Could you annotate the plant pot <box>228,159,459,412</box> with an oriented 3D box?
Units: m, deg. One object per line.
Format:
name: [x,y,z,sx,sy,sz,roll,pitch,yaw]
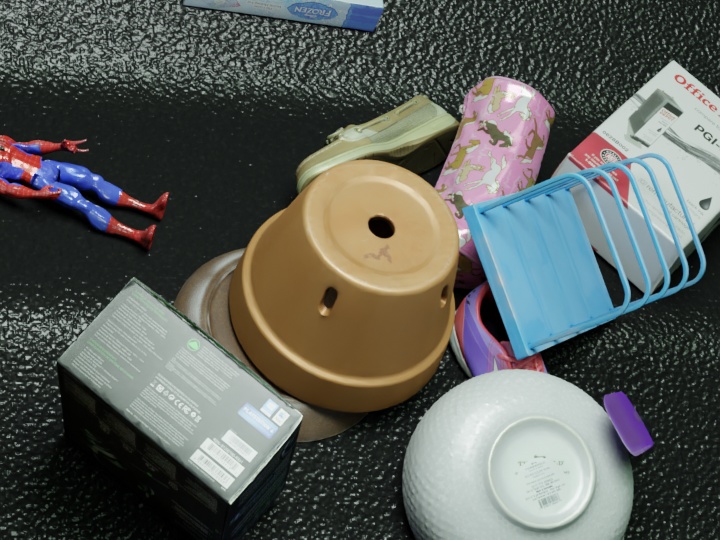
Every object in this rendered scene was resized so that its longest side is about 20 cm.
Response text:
plant pot: [0.000,0.000,1.676,0.199,0.140,0.201,10,53,-14]

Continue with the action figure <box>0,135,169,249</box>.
action figure: [-0.270,-0.082,1.735,0.199,0.052,0.066,19,56,-3]

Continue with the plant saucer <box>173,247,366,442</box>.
plant saucer: [-0.067,0.056,1.721,0.199,0.032,0.201,9,54,-13]

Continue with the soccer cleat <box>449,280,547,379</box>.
soccer cleat: [0.140,0.102,1.735,0.068,0.073,0.201,-12,61,-27]

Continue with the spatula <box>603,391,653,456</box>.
spatula: [0.236,0.134,1.699,0.020,0.200,0.057,-31,79,7]

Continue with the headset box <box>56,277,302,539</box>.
headset box: [-0.143,0.125,1.544,0.174,0.200,0.093,38,69,10]

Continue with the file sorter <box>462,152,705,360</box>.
file sorter: [0.206,-0.020,1.742,0.200,0.122,0.140,-16,86,-59]

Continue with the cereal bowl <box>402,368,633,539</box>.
cereal bowl: [0.140,0.175,1.643,0.199,0.083,0.201,4,72,-13]

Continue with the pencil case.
pencil case: [0.112,-0.080,1.823,0.083,0.086,0.201,37,61,-29]

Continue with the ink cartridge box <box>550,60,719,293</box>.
ink cartridge box: [0.294,-0.094,1.921,0.147,0.083,0.200,41,52,10]

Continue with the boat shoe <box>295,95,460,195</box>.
boat shoe: [0.008,-0.115,1.845,0.200,0.073,0.063,-26,61,-35]

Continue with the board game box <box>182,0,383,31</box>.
board game box: [-0.082,-0.342,1.986,0.198,0.043,0.201,7,55,-16]
